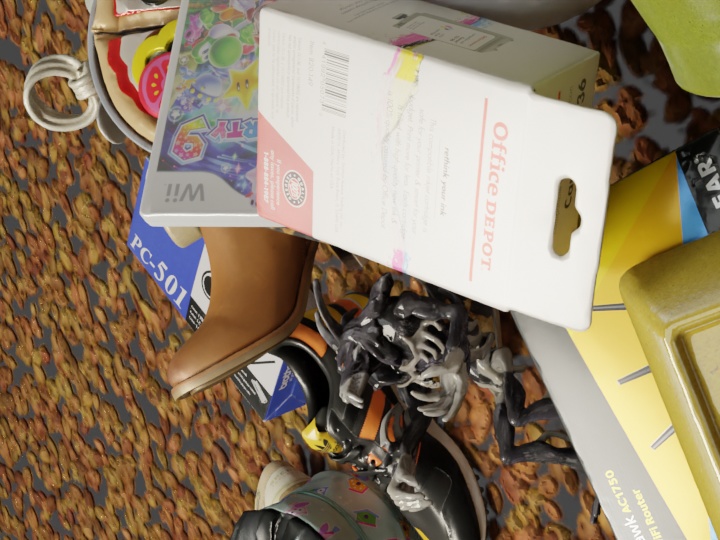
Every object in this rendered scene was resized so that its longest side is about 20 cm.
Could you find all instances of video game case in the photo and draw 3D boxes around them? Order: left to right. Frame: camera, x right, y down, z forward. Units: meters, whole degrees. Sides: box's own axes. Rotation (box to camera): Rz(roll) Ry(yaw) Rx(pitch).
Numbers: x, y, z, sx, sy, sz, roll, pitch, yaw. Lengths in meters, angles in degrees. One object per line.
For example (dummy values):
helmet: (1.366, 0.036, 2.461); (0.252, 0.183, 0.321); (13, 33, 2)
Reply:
video game case: (-0.044, -0.120, 0.950); (0.141, 0.018, 0.202); (1, 67, 18)

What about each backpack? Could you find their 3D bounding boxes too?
backpack: (-0.018, 0.242, 1.160); (0.166, 0.126, 0.202); (13, 116, 39)

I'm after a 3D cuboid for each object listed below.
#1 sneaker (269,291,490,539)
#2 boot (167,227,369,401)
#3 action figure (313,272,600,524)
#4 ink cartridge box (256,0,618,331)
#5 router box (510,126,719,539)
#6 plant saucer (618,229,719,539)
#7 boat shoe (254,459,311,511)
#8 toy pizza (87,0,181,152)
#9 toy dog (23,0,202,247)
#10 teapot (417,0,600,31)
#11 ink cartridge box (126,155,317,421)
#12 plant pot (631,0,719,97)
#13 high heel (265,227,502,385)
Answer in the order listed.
sneaker: (0.006, 0.116, 1.093); (0.202, 0.089, 0.070); (62, 145, 13)
boot: (-0.084, -0.029, 1.037); (0.155, 0.200, 0.074); (49, 157, -4)
action figure: (0.051, 0.072, 0.930); (0.198, 0.103, 0.120); (19, 141, 12)
ink cartridge box: (0.045, -0.060, 0.804); (0.198, 0.067, 0.118); (22, 124, 30)
router box: (0.170, 0.049, 0.822); (0.148, 0.051, 0.202); (-29, 82, 35)
plant saucer: (0.225, 0.064, 0.727); (0.199, 0.048, 0.202); (-24, 86, 32)
boat shoe: (-0.052, 0.243, 1.261); (0.065, 0.071, 0.202); (32, 129, 54)
toy pizza: (-0.083, -0.162, 1.017); (0.201, 0.200, 0.032); (53, -176, 24)
toy dog: (-0.124, -0.099, 1.100); (0.200, 0.132, 0.096); (40, -174, -18)
teapot: (0.044, -0.207, 0.832); (0.199, 0.145, 0.200); (61, 146, 14)
ink cartridge box: (-0.102, 0.007, 1.232); (0.200, 0.044, 0.095); (49, 139, 29)
plant pot: (0.159, -0.182, 0.661); (0.199, 0.200, 0.195); (1, 118, 54)
high heel: (0.000, 0.000, 0.987); (0.071, 0.141, 0.202); (-136, 23, -76)
